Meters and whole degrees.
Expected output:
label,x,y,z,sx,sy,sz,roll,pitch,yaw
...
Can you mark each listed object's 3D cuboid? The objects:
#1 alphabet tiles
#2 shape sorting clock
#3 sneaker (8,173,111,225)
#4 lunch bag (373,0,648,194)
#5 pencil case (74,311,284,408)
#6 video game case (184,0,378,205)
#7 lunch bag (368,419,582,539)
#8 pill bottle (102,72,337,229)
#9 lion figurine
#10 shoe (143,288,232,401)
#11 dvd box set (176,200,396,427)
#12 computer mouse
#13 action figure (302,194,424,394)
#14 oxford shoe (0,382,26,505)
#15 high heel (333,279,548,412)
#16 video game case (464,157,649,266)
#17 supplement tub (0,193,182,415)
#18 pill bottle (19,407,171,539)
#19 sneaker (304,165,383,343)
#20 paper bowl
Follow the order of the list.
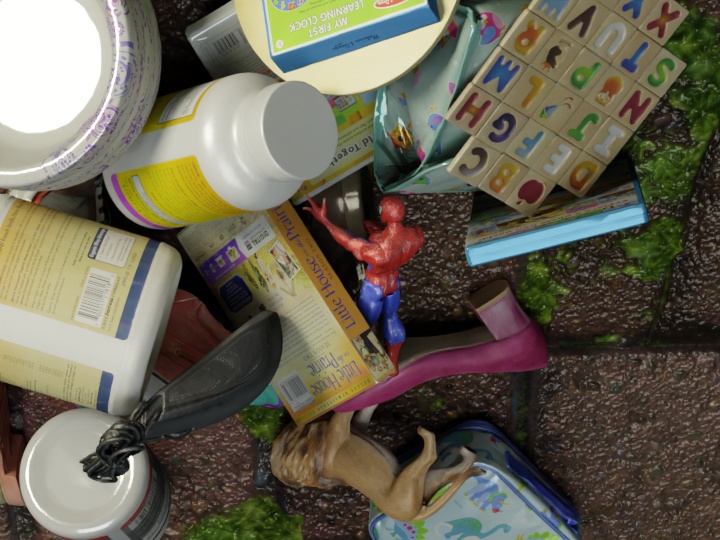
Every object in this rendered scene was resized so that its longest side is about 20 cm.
label,x,y,z,sx,sy,sz,roll,pitch,yaw
alphabet tiles,0.157,-0.136,1.350,0.166,0.006,0.200,25,108,-41
shape sorting clock,-0.009,-0.230,1.337,0.199,0.201,0.039,-33,160,22
sneaker,-0.239,-0.069,1.506,0.081,0.077,0.200,23,134,-22
lunch bag,0.109,-0.139,1.405,0.169,0.122,0.201,-5,131,-29
pencil case,-0.158,0.085,1.613,0.198,0.085,0.093,-2,108,1
video game case,-0.012,-0.170,1.437,0.199,0.023,0.183,-30,123,3
lunch bag,0.116,0.245,1.745,0.160,0.083,0.200,-34,121,23
pill bottle,-0.107,-0.093,1.378,0.104,0.105,0.199,43,150,-28
lion figurine,0.011,0.181,1.659,0.123,0.199,0.072,-61,153,5
shoe,-0.196,0.045,1.547,0.199,0.091,0.072,36,166,6
dvd box set,-0.065,0.025,1.504,0.201,0.029,0.146,57,146,1
computer mouse,-0.132,0.109,1.453,0.053,0.200,0.139,50,157,4
action figure,0.000,0.000,1.487,0.065,0.099,0.201,-27,147,-31
oxford shoe,-0.362,0.148,1.665,0.073,0.071,0.201,-5,127,5
high heel,0.073,0.095,1.628,0.199,0.067,0.096,-33,114,-4
video game case,0.158,-0.050,1.455,0.142,0.200,0.018,-14,102,9
supplement tub,-0.255,0.023,1.434,0.199,0.145,0.145,17,126,-3
pill bottle,-0.234,0.202,1.633,0.115,0.117,0.200,-4,162,1
sneaker,-0.021,-0.009,1.567,0.075,0.071,0.201,1,121,13
paper bowl,-0.248,-0.161,1.377,0.199,0.104,0.202,0,91,15
